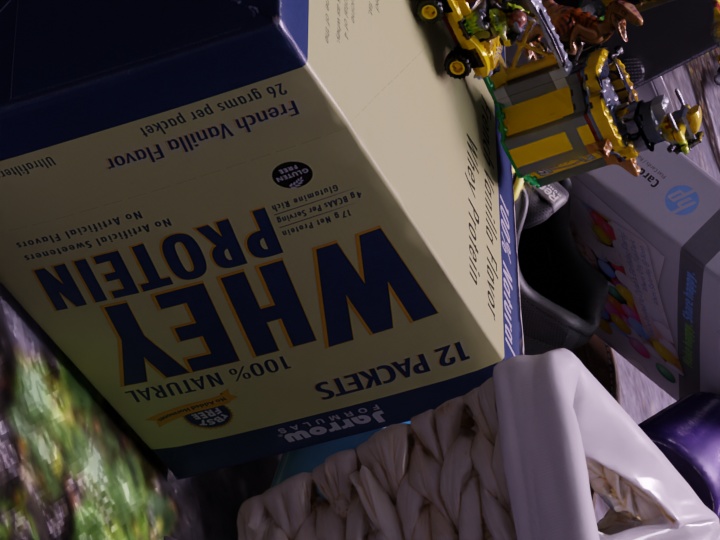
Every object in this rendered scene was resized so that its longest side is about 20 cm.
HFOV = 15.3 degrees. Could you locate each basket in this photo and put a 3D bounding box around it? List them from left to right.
[{"bbox_3d":[0.048,0.149,0.804,0.136,0.123,0.201,46,28,-45],"label":"basket"}]

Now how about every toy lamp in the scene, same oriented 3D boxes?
[{"bbox_3d":[0.103,0.125,1.148,0.200,0.058,0.058,-46,125,-34],"label":"toy lamp"}]

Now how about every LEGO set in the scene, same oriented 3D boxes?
[{"bbox_3d":[0.101,-0.130,0.927,0.154,0.115,0.200,66,27,-15],"label":"LEGO set"}]

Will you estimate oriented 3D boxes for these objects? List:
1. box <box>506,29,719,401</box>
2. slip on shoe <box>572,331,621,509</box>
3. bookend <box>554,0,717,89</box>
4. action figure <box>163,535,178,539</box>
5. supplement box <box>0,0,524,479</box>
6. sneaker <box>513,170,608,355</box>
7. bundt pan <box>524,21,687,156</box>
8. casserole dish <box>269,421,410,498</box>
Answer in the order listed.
[{"bbox_3d":[0.127,-0.008,1.203,0.200,0.041,0.156,42,-16,23],"label":"box"},{"bbox_3d":[0.076,0.073,1.238,0.061,0.076,0.201,67,26,-43],"label":"slip on shoe"},{"bbox_3d":[0.096,-0.177,1.158,0.201,0.092,0.199,64,-2,0],"label":"bookend"},{"bbox_3d":[-0.030,0.179,0.841,0.130,0.069,0.201,-9,80,-63],"label":"action figure"},{"bbox_3d":[-0.044,-0.075,0.891,0.200,0.134,0.201,54,28,-48],"label":"supplement box"},{"bbox_3d":[0.047,-0.049,1.143,0.074,0.084,0.201,-44,115,-42],"label":"sneaker"},{"bbox_3d":[0.091,-0.108,1.347,0.203,0.076,0.202,64,-2,5],"label":"bundt pan"},{"bbox_3d":[0.007,0.051,0.984,0.121,0.039,0.201,74,35,-68],"label":"casserole dish"}]
